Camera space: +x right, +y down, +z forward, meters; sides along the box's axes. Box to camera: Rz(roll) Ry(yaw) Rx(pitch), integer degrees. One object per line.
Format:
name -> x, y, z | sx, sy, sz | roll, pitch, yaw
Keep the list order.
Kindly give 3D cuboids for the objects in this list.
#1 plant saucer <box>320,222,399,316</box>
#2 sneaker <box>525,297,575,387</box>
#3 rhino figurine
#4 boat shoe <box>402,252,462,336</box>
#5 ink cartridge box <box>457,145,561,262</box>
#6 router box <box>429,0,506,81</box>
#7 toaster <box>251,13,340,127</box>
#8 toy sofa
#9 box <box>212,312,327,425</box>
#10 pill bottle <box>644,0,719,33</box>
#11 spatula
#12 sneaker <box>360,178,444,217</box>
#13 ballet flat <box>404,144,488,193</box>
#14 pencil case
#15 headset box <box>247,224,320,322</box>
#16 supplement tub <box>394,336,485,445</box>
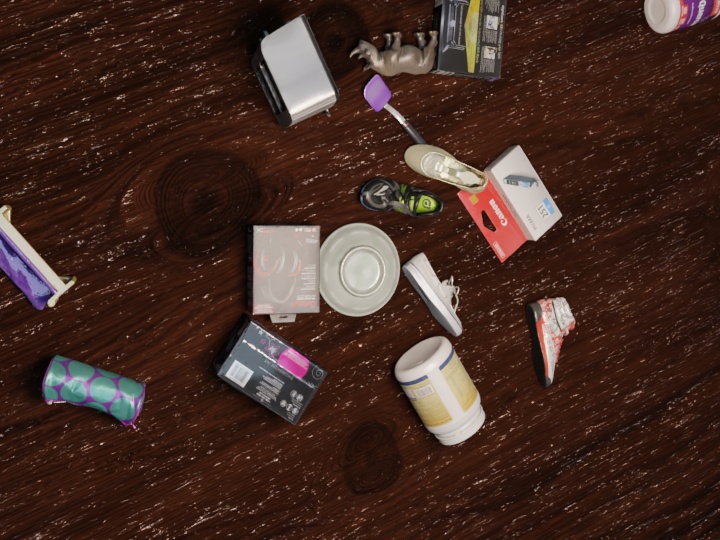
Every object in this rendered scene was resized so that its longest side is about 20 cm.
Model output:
plant saucer -> 0.000, 0.000, 1.760 | 0.195, 0.050, 0.206 | -2, 95, -18
sneaker -> 0.459, 0.165, 1.910 | 0.105, 0.067, 0.207 | -12, 96, -13
rhino figurine -> 0.072, -0.461, 1.732 | 0.195, 0.060, 0.090 | -6, 102, -14
boat shoe -> 0.182, 0.046, 1.815 | 0.086, 0.075, 0.204 | -38, 95, -13
ink cartridge box -> 0.343, -0.150, 1.856 | 0.175, 0.045, 0.202 | -40, 105, -11
router box -> 0.236, -0.530, 1.781 | 0.153, 0.052, 0.206 | 4, 94, -18
toaster -> -0.129, -0.385, 1.617 | 0.117, 0.181, 0.204 | -27, 102, -10
toy sofa -> -0.640, -0.019, 1.539 | 0.097, 0.083, 0.201 | -41, 105, -11
box -> -0.190, 0.204, 1.686 | 0.198, 0.115, 0.134 | 35, 86, -16
pill bottle -> 0.776, -0.636, 1.909 | 0.196, 0.112, 0.115 | -19, 101, -14
spatula -> 0.082, -0.334, 1.768 | 0.200, 0.020, 0.057 | 45, 81, -17
sneaker -> 0.094, -0.157, 1.756 | 0.195, 0.083, 0.073 | 8, 93, -18
ballet flat -> 0.191, -0.222, 1.774 | 0.195, 0.069, 0.071 | 19, 90, -9
pencil case -> -0.524, 0.239, 1.599 | 0.196, 0.085, 0.095 | 20, 73, -18
headset box -> -0.161, 0.006, 1.696 | 0.145, 0.075, 0.206 | 0, 95, -18
supplement tub -> 0.178, 0.266, 1.792 | 0.143, 0.144, 0.203 | -34, 104, -11
